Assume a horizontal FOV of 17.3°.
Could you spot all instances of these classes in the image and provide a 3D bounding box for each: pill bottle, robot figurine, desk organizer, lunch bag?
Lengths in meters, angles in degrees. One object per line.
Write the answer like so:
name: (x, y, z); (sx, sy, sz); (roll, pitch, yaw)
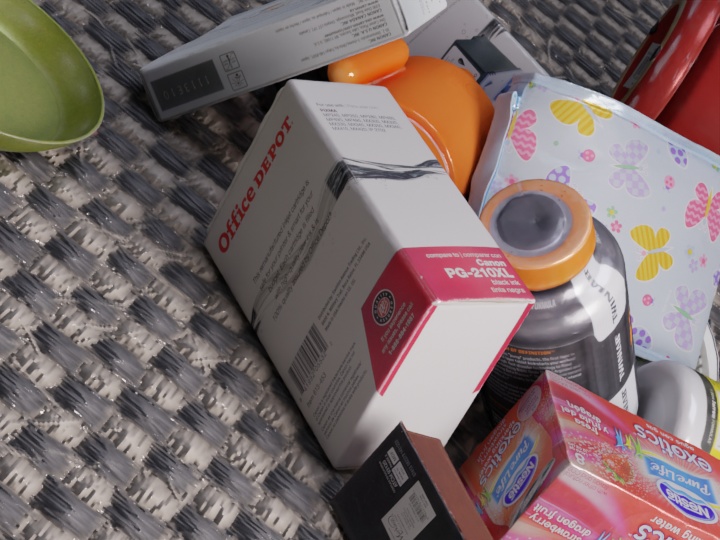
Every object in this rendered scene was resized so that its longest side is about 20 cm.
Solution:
pill bottle: (0.260, 0.148, 1.604); (0.200, 0.112, 0.113); (27, 27, -24)
robot figurine: (0.025, -0.080, 1.652); (0.116, 0.144, 0.200); (25, 32, 12)
desk organizer: (0.067, 0.187, 1.332); (0.077, 0.072, 0.200); (17, 33, -42)
lunch bag: (0.155, -0.030, 1.674); (0.200, 0.170, 0.127); (24, -14, -33)
pill bottle: (0.120, 0.030, 1.504); (0.106, 0.106, 0.200); (59, -10, 37)

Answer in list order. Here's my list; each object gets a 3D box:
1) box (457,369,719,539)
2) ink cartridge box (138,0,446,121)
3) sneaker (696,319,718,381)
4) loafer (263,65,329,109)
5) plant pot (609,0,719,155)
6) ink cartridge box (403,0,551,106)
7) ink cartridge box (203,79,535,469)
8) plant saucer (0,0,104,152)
box: (0.169, 0.162, 1.474); (0.200, 0.103, 0.095); (28, 27, -23)
ink cartridge box: (-0.034, -0.171, 1.655); (0.044, 0.200, 0.174); (69, 24, -10)
sneaker: (0.226, 0.036, 1.784); (0.079, 0.078, 0.200); (31, 30, -50)
loafer: (0.024, -0.106, 1.769); (0.200, 0.063, 0.072); (27, 28, -23)
plant pot: (0.326, -0.143, 2.076); (0.182, 0.201, 0.200); (34, 25, -4)
ink cartridge box: (0.102, -0.137, 1.850); (0.200, 0.086, 0.146); (48, 3, 21)
ink cartridge box: (0.000, 0.000, 1.454); (0.084, 0.145, 0.200); (-1, 44, -37)
plant saucer: (-0.255, -0.138, 1.492); (0.200, 0.031, 0.200); (30, 26, -16)
